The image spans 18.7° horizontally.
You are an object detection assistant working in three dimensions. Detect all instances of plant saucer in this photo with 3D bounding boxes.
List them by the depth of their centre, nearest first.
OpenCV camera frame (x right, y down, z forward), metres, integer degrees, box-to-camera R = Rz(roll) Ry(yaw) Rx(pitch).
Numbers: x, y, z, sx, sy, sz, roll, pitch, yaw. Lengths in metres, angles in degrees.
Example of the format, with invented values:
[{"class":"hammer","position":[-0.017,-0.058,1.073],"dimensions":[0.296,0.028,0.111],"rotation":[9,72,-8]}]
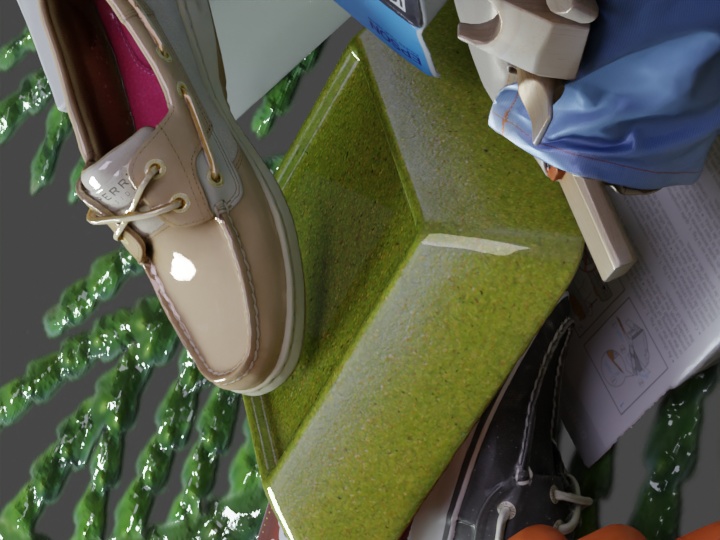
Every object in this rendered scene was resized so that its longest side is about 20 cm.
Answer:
[{"class":"plant saucer","position":[0.000,0.000,0.897],"dimensions":[0.200,0.048,0.200],"rotation":[-58,29,29]}]

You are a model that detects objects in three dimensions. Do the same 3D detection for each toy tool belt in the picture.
[{"class":"toy tool belt","position":[0.093,-0.097,0.713],"dimensions":[0.200,0.125,0.123],"rotation":[98,170,-53]}]

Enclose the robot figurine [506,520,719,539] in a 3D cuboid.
[{"class":"robot figurine","position":[0.067,0.168,0.799],"dimensions":[0.200,0.117,0.144],"rotation":[-29,76,6]}]

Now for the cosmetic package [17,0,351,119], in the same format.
[{"class":"cosmetic package","position":[-0.050,-0.150,0.967],"dimensions":[0.200,0.113,0.081],"rotation":[-36,66,35]}]

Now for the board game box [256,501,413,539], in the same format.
[{"class":"board game box","position":[-0.002,0.094,0.964],"dimensions":[0.103,0.019,0.200],"rotation":[38,115,54]}]

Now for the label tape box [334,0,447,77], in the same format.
[{"class":"label tape box","position":[-0.009,-0.178,0.791],"dimensions":[0.066,0.200,0.143],"rotation":[-41,65,-13]}]

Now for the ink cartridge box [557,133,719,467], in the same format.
[{"class":"ink cartridge box","position":[0.117,-0.041,0.865],"dimensions":[0.163,0.057,0.200],"rotation":[64,148,23]}]

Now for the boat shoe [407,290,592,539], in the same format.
[{"class":"boat shoe","position":[0.061,0.097,0.892],"dimensions":[0.064,0.071,0.200],"rotation":[21,108,18]}]

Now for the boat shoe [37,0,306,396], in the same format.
[{"class":"boat shoe","position":[-0.084,-0.041,0.883],"dimensions":[0.074,0.069,0.200],"rotation":[-32,72,38]}]
